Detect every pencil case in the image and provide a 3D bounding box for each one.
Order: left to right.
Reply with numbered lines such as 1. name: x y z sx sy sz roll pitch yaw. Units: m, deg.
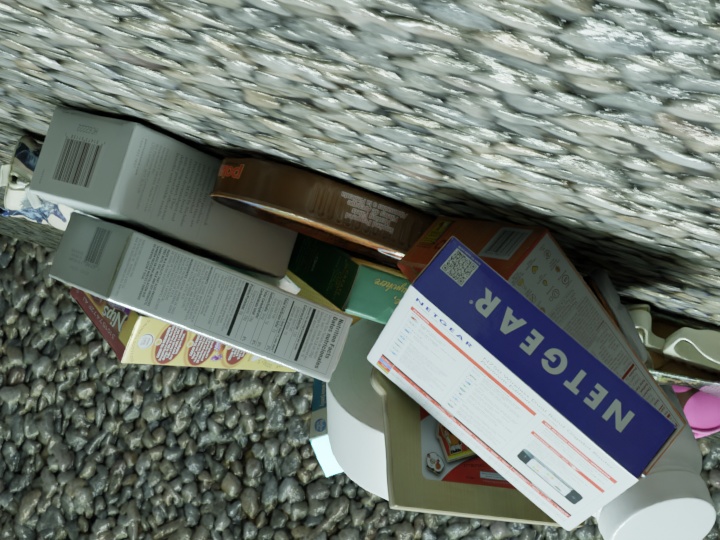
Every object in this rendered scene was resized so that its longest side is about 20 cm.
1. pencil case: -0.227 -0.059 1.784 0.198 0.078 0.090 17 -159 6
2. pencil case: 0.291 0.113 1.853 0.090 0.094 0.200 17 176 -4

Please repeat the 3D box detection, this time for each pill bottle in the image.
1. pill bottle: 0.224 0.141 1.684 0.113 0.113 0.201 20 -142 -38

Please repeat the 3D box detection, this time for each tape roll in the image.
1. tape roll: 0.071 0.107 1.634 0.200 0.071 0.203 -1 -147 1

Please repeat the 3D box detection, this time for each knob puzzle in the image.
1. knob puzzle: 0.088 0.093 1.518 0.218 0.221 0.030 19 154 -26

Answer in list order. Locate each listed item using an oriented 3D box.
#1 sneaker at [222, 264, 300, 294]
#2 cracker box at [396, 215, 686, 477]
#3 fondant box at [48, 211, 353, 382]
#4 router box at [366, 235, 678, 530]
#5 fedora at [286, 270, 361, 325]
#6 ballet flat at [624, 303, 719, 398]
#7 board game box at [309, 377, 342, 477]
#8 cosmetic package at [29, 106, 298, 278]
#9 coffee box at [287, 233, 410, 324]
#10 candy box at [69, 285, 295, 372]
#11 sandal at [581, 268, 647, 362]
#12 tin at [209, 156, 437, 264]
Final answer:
1. sneaker: -0.149 -0.019 1.673 0.200 0.080 0.071 40 177 10
2. cracker box: 0.131 0.053 1.426 0.200 0.058 0.134 53 159 -25
3. fondant box: -0.126 0.020 1.536 0.199 0.059 0.144 23 177 -28
4. router box: 0.107 0.084 1.376 0.200 0.049 0.180 41 160 4
5. fedora: -0.046 0.013 1.795 0.199 0.082 0.201 23 -158 -10
6. ballet flat: 0.255 0.062 1.625 0.198 0.070 0.071 12 157 13
7. board game box: 0.055 0.101 1.808 0.198 0.047 0.151 -18 -153 11
8. cosmetic package: -0.146 -0.059 1.536 0.101 0.072 0.199 14 174 41
9. coffee box: 0.000 0.000 1.642 0.122 0.044 0.200 19 -172 -29
10. candy box: -0.153 0.037 1.815 0.199 0.057 0.117 3 -150 -39
11. sandal: 0.171 0.048 1.526 0.059 0.080 0.207 -27 178 -3
12. tin: -0.018 -0.042 1.489 0.199 0.042 0.112 19 179 -28
